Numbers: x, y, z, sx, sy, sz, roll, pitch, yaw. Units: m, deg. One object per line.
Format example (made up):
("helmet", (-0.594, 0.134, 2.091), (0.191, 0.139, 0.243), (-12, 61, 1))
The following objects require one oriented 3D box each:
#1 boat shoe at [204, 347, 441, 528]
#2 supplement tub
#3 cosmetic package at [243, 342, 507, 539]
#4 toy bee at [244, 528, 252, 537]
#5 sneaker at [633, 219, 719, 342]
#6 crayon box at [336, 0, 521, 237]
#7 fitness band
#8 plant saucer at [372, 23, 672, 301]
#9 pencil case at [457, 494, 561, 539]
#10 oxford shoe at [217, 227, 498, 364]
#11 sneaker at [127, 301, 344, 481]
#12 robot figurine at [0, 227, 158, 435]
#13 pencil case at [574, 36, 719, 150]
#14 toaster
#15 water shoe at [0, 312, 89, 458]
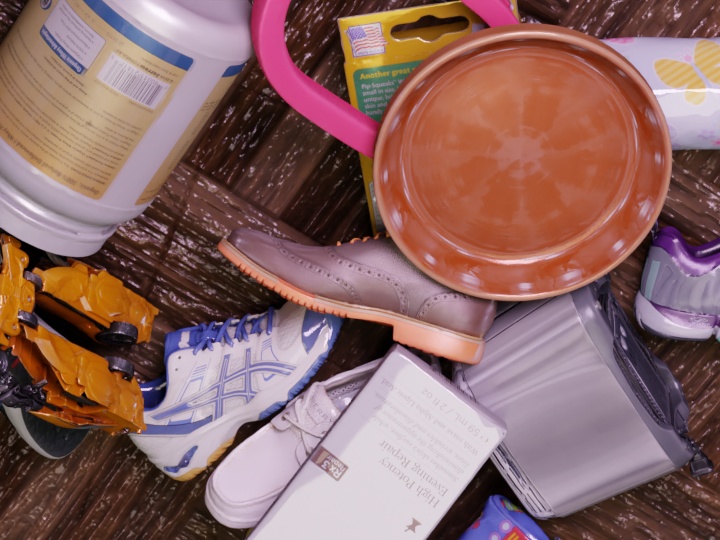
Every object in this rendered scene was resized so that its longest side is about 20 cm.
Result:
("boat shoe", (-0.027, 0.111, 1.729), (0.200, 0.071, 0.069), (-32, 152, -19))
("supplement tub", (-0.175, -0.123, 1.620), (0.144, 0.145, 0.200), (31, 112, -13))
("cosmetic package", (0.003, 0.158, 1.662), (0.102, 0.074, 0.200), (36, 93, 1))
("toy bee", (-0.044, 0.210, 1.816), (0.131, 0.109, 0.200), (-14, 139, -2))
("sneaker", (0.299, 0.009, 1.718), (0.199, 0.074, 0.088), (4, 106, -3))
("crayon box", (0.061, -0.100, 1.678), (0.125, 0.052, 0.200), (-8, 116, 5))
("fitness band", (0.021, -0.149, 1.589), (0.200, 0.037, 0.144), (32, 110, -29))
("plant saucer", (0.107, -0.073, 1.604), (0.200, 0.032, 0.201), (-2, 119, -3))
("pencil case", (0.073, 0.261, 1.760), (0.087, 0.078, 0.200), (39, 94, -4))
("oxford shoe", (0.000, 0.000, 1.676), (0.200, 0.071, 0.073), (20, 94, -2))
("sneaker", (-0.098, 0.068, 1.751), (0.088, 0.075, 0.200), (43, 108, -15))
("robot figurine", (-0.218, 0.041, 1.675), (0.058, 0.145, 0.200), (-11, 153, 31))
("pencil case", (0.226, -0.120, 1.650), (0.199, 0.083, 0.091), (-1, 160, 1))
("toaster", (0.153, 0.092, 1.738), (0.129, 0.114, 0.200), (-28, 113, 18))
("water shoe", (-0.259, 0.056, 1.758), (0.072, 0.079, 0.200), (-45, 135, -19))
